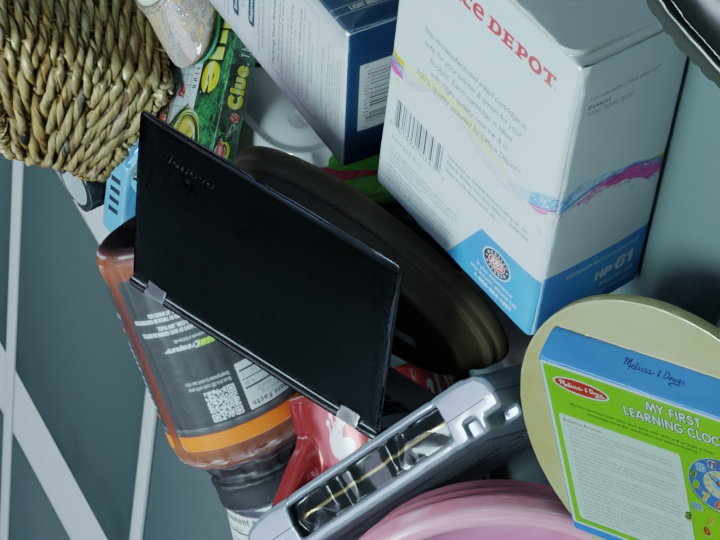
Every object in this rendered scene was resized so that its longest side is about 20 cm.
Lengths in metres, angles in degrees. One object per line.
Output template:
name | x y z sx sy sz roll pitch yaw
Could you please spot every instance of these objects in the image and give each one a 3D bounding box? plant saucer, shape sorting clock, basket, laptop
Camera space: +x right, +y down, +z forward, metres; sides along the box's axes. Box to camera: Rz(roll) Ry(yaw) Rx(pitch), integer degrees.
plant saucer | 0.075 0.189 1.501 0.051 0.199 0.201 -94 6 -46
shape sorting clock | 0.167 0.098 1.341 0.199 0.039 0.201 30 143 25
basket | -0.224 -0.173 1.736 0.143 0.148 0.201 -45 41 44
plant saucer | 0.000 0.000 1.527 0.200 0.030 0.200 34 166 10
laptop | -0.030 0.002 1.496 0.187 0.200 0.116 32 105 22

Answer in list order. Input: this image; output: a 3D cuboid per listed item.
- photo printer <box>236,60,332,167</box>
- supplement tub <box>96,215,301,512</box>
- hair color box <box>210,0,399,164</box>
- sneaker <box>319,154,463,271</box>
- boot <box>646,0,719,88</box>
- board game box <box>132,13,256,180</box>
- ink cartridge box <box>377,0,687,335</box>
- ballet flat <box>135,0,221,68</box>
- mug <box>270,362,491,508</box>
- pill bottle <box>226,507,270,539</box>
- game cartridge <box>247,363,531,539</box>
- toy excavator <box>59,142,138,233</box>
photo printer | -0.065 -0.062 1.746 0.200 0.069 0.167 47 148 44
supplement tub | -0.094 0.056 1.691 0.107 0.107 0.201 17 130 62
hair color box | -0.032 -0.165 1.510 0.200 0.060 0.100 52 151 37
sneaker | 0.054 -0.036 1.523 0.084 0.077 0.200 46 166 -32
boot | 0.202 -0.117 1.083 0.212 0.079 0.158 57 163 5
board game box | -0.098 -0.151 1.682 0.105 0.023 0.201 10 88 56
ink cartridge box | 0.088 -0.091 1.346 0.145 0.084 0.201 47 150 31
ballet flat | -0.133 -0.226 1.679 0.068 0.067 0.201 -33 52 43
mug | 0.020 0.166 1.623 0.133 0.177 0.201 -18 87 39
pill bottle | -0.038 0.177 1.821 0.111 0.110 0.201 22 128 60
game cartridge | 0.040 0.110 1.492 0.200 0.133 0.041 -36 71 31
toy excavator | -0.131 -0.032 1.906 0.200 0.100 0.195 50 152 23
